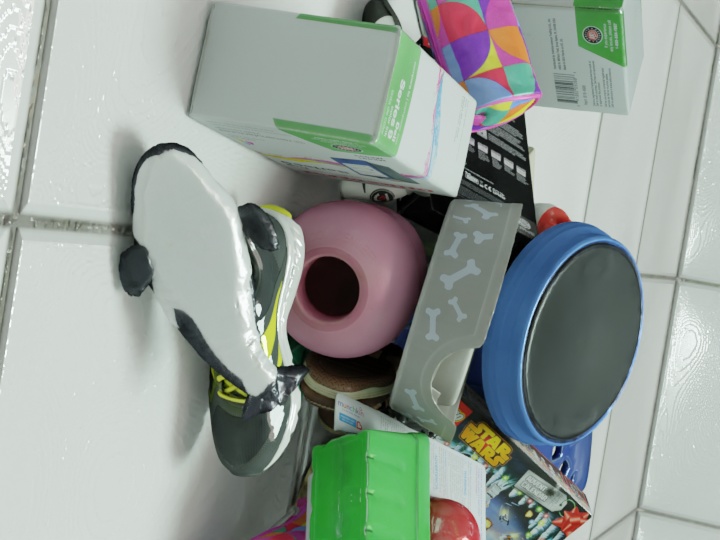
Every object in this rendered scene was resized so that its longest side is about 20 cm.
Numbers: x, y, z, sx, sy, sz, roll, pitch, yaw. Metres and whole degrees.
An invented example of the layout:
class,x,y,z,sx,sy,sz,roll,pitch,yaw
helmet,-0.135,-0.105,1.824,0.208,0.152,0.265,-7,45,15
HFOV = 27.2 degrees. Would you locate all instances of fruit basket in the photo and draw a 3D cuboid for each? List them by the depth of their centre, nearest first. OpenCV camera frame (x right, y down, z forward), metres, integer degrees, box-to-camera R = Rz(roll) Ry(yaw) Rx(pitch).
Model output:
class,x,y,z,sx,sy,sz,roll,pitch,yaw
fruit basket,0.039,0.214,1.188,0.200,0.093,0.187,36,46,-46

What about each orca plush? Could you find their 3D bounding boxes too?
class,x,y,z,sx,sy,sz,roll,pitch,yaw
orca plush,-0.097,-0.003,1.008,0.200,0.105,0.071,52,6,-23

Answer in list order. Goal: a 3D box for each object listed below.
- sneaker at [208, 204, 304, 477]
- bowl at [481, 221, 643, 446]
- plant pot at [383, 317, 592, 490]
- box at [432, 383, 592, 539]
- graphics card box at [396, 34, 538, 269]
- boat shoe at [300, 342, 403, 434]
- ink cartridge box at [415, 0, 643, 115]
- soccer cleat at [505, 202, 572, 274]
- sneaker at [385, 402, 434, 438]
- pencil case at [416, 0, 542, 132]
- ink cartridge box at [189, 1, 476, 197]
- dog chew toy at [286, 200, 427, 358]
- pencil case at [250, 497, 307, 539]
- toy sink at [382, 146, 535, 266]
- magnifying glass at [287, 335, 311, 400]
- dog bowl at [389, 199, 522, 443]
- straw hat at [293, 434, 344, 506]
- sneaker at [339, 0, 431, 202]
class,x,y,z,sx,sy,sz,roll,pitch,yaw
sneaker,-0.092,0.050,1.085,0.084,0.074,0.202,6,85,-64
bowl,0.183,0.059,1.306,0.200,0.039,0.202,-19,117,-43
plant pot,0.113,0.157,1.492,0.180,0.199,0.201,-40,137,-51
box,0.099,0.199,1.366,0.200,0.137,0.040,42,15,-21
graphics card box,0.092,-0.107,1.328,0.051,0.125,0.201,-44,-148,35
boat shoe,-0.007,0.107,1.273,0.202,0.074,0.075,-12,122,-73
ink cartridge box,0.167,-0.235,1.439,0.147,0.198,0.084,73,31,-52
soccer cleat,0.145,0.037,1.354,0.068,0.085,0.202,4,97,-48
sneaker,0.005,0.195,1.294,0.066,0.090,0.202,6,98,-54
pencil case,0.088,-0.221,1.285,0.088,0.088,0.201,7,61,-69
ink cartridge box,-0.013,-0.120,1.089,0.200,0.144,0.088,18,83,-70
dog chew toy,0.000,0.000,1.227,0.200,0.123,0.126,-28,126,-73
pencil case,-0.070,0.245,1.180,0.200,0.088,0.089,-19,117,-68
toy sink,0.088,-0.034,1.445,0.200,0.111,0.131,-47,141,-56
magnifying glass,-0.047,0.067,1.263,0.201,0.022,0.080,-62,156,-44
dog bowl,0.075,0.034,1.198,0.200,0.058,0.202,17,90,-87
straw hat,0.003,0.260,1.395,0.201,0.084,0.203,11,90,-69
sneaker,0.003,-0.145,1.236,0.074,0.088,0.201,74,8,-56
